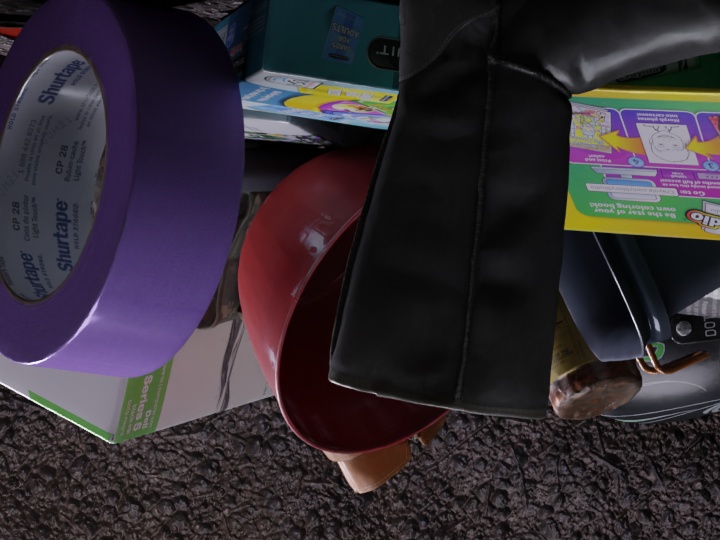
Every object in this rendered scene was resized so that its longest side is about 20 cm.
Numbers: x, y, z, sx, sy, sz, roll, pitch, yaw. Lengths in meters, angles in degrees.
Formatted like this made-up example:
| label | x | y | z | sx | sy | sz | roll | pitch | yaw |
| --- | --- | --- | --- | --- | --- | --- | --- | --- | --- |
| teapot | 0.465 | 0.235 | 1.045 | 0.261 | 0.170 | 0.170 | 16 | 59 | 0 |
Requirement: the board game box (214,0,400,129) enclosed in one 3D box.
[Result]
| label | x | y | z | sx | sy | sz | roll | pitch | yaw |
| --- | --- | --- | --- | --- | --- | --- | --- | --- | --- |
| board game box | 0.030 | -0.104 | 1.265 | 0.199 | 0.047 | 0.151 | 8 | 176 | -14 |

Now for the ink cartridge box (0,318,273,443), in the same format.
| label | x | y | z | sx | sy | sz | roll | pitch | yaw |
| --- | --- | --- | --- | --- | --- | --- | --- | --- | --- |
| ink cartridge box | -0.153 | 0.039 | 1.653 | 0.145 | 0.084 | 0.200 | 24 | -160 | 30 |

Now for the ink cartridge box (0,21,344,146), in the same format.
| label | x | y | z | sx | sy | sz | roll | pitch | yaw |
| --- | --- | --- | --- | --- | --- | --- | --- | --- | --- |
| ink cartridge box | -0.117 | -0.110 | 1.404 | 0.199 | 0.051 | 0.109 | 5 | 177 | 16 |

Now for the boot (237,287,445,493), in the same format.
| label | x | y | z | sx | sy | sz | roll | pitch | yaw |
| --- | --- | --- | --- | --- | --- | --- | --- | --- | --- |
| boot | 0.025 | 0.036 | 1.581 | 0.200 | 0.156 | 0.077 | -43 | -159 | -32 |

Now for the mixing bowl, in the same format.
| label | x | y | z | sx | sy | sz | roll | pitch | yaw |
| --- | --- | --- | --- | --- | --- | --- | --- | --- | --- |
| mixing bowl | 0.000 | 0.000 | 1.454 | 0.200 | 0.201 | 0.108 | 11 | -159 | -46 |

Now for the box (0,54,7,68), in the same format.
| label | x | y | z | sx | sy | sz | roll | pitch | yaw |
| --- | --- | --- | --- | --- | --- | --- | --- | --- | --- |
| box | -0.292 | -0.046 | 1.436 | 0.114 | 0.201 | 0.132 | 11 | -176 | -42 |

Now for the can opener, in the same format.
| label | x | y | z | sx | sy | sz | roll | pitch | yaw |
| --- | --- | --- | --- | --- | --- | --- | --- | --- | --- |
| can opener | -0.024 | -0.086 | 1.522 | 0.067 | 0.053 | 0.200 | -38 | 160 | 34 |

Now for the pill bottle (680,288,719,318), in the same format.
| label | x | y | z | sx | sy | sz | roll | pitch | yaw |
| --- | --- | --- | --- | --- | --- | --- | --- | --- | --- |
| pill bottle | 0.256 | -0.023 | 1.581 | 0.199 | 0.114 | 0.113 | 7 | 176 | 10 |

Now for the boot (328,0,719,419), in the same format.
| label | x | y | z | sx | sy | sz | roll | pitch | yaw |
| --- | --- | --- | --- | --- | --- | --- | --- | --- | --- |
| boot | 0.081 | -0.036 | 1.013 | 0.181 | 0.201 | 0.073 | 5 | 177 | 19 |

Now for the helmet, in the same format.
| label | x | y | z | sx | sy | sz | roll | pitch | yaw |
| --- | --- | --- | --- | --- | --- | --- | --- | --- | --- |
| helmet | 0.215 | 0.022 | 1.767 | 0.190 | 0.201 | 0.200 | -2 | 172 | 31 |

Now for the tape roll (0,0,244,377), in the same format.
| label | x | y | z | sx | sy | sz | roll | pitch | yaw |
| --- | --- | --- | --- | --- | --- | --- | --- | --- | --- |
| tape roll | -0.139 | -0.046 | 1.266 | 0.065 | 0.201 | 0.200 | 9 | 175 | -34 |

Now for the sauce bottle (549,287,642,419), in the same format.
| label | x | y | z | sx | sy | sz | roll | pitch | yaw |
| --- | --- | --- | --- | --- | --- | --- | --- | --- | --- |
| sauce bottle | 0.122 | -0.003 | 1.544 | 0.066 | 0.201 | 0.066 | -15 | 155 | -7 |

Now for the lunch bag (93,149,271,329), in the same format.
| label | x | y | z | sx | sy | sz | roll | pitch | yaw |
| --- | --- | --- | --- | --- | --- | --- | --- | --- | --- |
| lunch bag | -0.131 | -0.052 | 1.612 | 0.199 | 0.118 | 0.164 | 25 | -162 | 20 |

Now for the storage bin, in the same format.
| label | x | y | z | sx | sy | sz | roll | pitch | yaw |
| --- | --- | --- | --- | --- | --- | --- | --- | --- | --- |
| storage bin | 0.188 | -0.023 | 1.395 | 0.134 | 0.146 | 0.200 | -25 | 178 | -4 |

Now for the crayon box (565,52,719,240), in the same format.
| label | x | y | z | sx | sy | sz | roll | pitch | yaw |
| --- | --- | --- | --- | --- | --- | --- | --- | --- | --- |
| crayon box | 0.133 | -0.072 | 1.115 | 0.199 | 0.058 | 0.119 | 4 | 148 | 24 |
